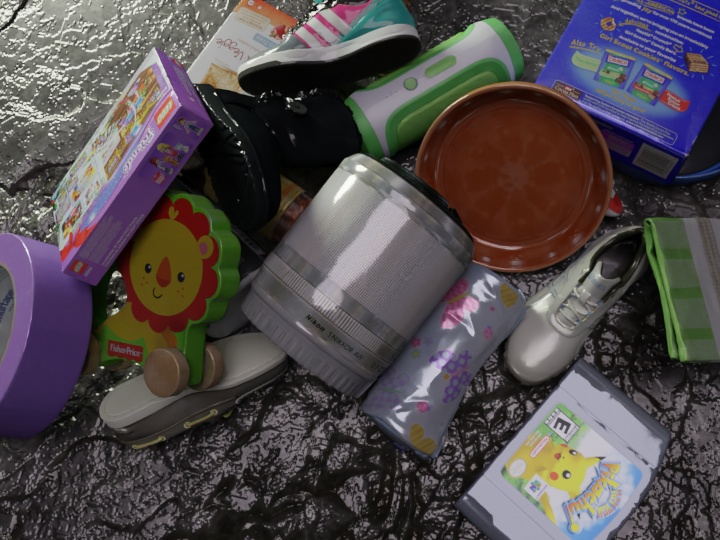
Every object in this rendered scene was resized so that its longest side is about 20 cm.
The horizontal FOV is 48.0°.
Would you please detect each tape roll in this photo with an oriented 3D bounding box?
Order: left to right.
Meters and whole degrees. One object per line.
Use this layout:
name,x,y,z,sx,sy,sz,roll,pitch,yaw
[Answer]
tape roll,-0.355,0.066,0.820,0.200,0.066,0.201,-14,68,38

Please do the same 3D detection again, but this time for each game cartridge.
game cartridge,0.206,0.202,0.798,0.133,0.040,0.200,41,81,11

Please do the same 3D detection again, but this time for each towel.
towel,0.371,0.021,0.798,0.199,0.031,0.150,2,69,-22

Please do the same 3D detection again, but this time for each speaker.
speaker,0.078,-0.199,0.899,0.200,0.088,0.089,-31,73,-4

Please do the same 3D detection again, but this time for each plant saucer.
plant saucer,0.157,-0.095,0.838,0.200,0.032,0.201,6,116,12

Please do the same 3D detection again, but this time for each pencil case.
pencil case,0.085,0.089,0.815,0.091,0.083,0.200,26,76,31

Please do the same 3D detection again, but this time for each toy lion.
toy lion,-0.202,0.017,0.788,0.199,0.069,0.192,5,93,33

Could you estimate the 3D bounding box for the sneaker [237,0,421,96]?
sneaker,-0.043,-0.267,0.877,0.199,0.084,0.121,-13,70,5

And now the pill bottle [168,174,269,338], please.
pill bottle,-0.187,-0.030,0.865,0.200,0.106,0.106,42,81,16

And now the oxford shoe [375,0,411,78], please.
oxford shoe,0.027,-0.322,0.950,0.071,0.071,0.201,-2,75,3

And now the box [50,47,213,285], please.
box,-0.228,-0.102,0.785,0.200,0.039,0.137,-49,40,16

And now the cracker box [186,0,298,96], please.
cracker box,-0.129,-0.203,0.933,0.134,0.058,0.200,31,79,10

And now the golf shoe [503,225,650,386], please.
golf shoe,0.218,0.028,0.816,0.078,0.097,0.200,39,82,13

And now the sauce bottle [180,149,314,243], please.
sauce bottle,-0.141,-0.101,0.846,0.200,0.066,0.066,33,79,5

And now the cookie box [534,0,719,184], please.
cookie box,0.299,-0.221,0.850,0.171,0.075,0.200,29,79,13

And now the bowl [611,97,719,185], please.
bowl,0.343,-0.187,0.896,0.200,0.039,0.201,-1,74,4

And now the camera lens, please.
camera lens,0.000,0.000,0.789,0.160,0.160,0.200,38,89,14

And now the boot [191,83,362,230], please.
boot,-0.068,-0.120,0.798,0.168,0.077,0.200,-5,43,-30

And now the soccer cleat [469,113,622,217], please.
soccer cleat,0.189,-0.106,0.878,0.200,0.069,0.085,31,120,-4

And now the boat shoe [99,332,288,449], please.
boat shoe,-0.165,0.125,0.842,0.201,0.060,0.072,-21,35,-3
